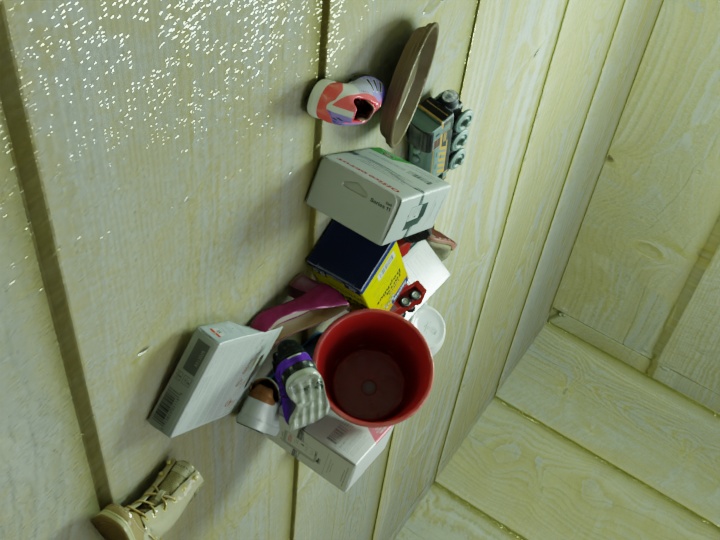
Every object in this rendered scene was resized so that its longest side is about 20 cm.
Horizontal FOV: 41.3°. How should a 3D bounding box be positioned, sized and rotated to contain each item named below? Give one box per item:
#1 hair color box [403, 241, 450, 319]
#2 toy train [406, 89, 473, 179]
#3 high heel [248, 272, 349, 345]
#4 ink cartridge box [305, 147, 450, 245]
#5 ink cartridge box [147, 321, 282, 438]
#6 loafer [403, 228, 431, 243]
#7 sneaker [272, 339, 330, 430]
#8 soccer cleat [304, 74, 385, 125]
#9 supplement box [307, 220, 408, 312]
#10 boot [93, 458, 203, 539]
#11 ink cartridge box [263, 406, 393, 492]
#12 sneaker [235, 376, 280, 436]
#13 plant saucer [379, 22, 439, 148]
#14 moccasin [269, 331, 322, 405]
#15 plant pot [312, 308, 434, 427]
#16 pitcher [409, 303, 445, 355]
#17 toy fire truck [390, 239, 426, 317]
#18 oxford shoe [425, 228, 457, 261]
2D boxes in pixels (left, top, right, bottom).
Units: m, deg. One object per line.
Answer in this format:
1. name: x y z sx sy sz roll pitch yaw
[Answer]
1. hair color box: 0.085 0.030 1.880 0.060 0.100 0.200 -31 -171 47
2. toy train: 0.132 -0.229 1.688 0.114 0.085 0.200 -38 156 -22
3. high heel: -0.107 0.093 1.491 0.200 0.096 0.067 -48 158 -34
4. ink cartridge box: 0.030 -0.118 1.469 0.200 0.146 0.083 -21 137 -61
5. ink cartridge box: -0.205 0.145 1.382 0.162 0.050 0.200 -60 166 14
6. loafer: 0.076 -0.121 1.732 0.073 0.071 0.200 -16 151 6
7. sneaker: -0.099 0.171 1.489 0.069 0.100 0.200 -21 150 -16
8. soccer cleat: -0.002 -0.231 1.332 0.200 0.073 0.068 -23 138 -63
9. supplement box: 0.000 0.000 1.616 0.110 0.109 0.200 -57 161 -12
10. boot: -0.299 0.335 1.377 0.156 0.073 0.200 -51 161 -25
11. ink cartridge box: -0.061 0.280 1.724 0.146 0.200 0.083 -39 156 -47
12. sneaker: -0.154 0.219 1.550 0.200 0.073 0.085 120 -9 -80
13. plant saucer: 0.073 -0.285 1.462 0.200 0.029 0.201 22 90 -83
14. moccasin: -0.097 0.178 1.683 0.200 0.068 0.081 -46 156 -38
15. plant pot: 0.018 0.182 1.623 0.201 0.200 0.177 -55 172 -16
16. pitcher: 0.101 0.116 1.996 0.200 0.121 0.172 -31 -146 61
17. toy fire truck: 0.044 0.024 1.768 0.200 0.141 0.049 -31 156 -29
18. oxford shoe: 0.155 -0.045 2.023 0.075 0.070 0.200 -57 161 5
